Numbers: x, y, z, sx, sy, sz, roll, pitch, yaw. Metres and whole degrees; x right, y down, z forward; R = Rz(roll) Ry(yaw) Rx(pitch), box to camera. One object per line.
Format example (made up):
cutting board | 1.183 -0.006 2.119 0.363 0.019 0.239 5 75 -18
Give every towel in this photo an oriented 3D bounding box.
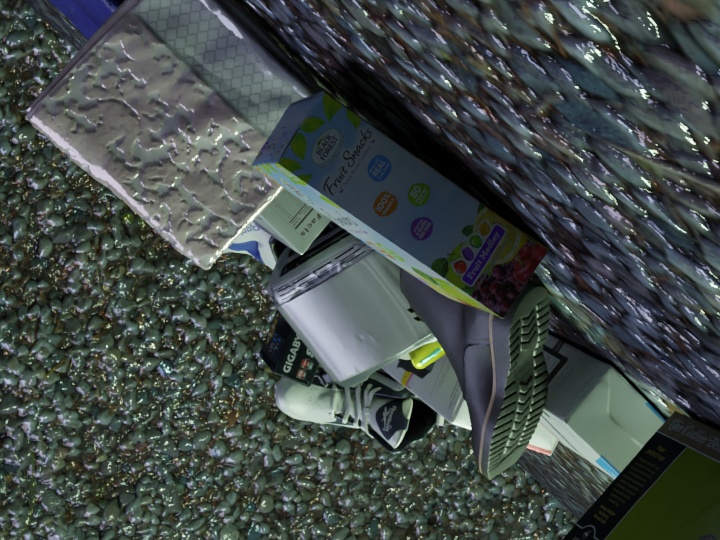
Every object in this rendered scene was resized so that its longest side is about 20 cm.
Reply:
towel | -0.287 -0.300 1.457 0.148 0.050 0.200 45 167 -12
towel | -0.139 -0.125 1.126 0.200 0.191 0.032 42 -162 -16

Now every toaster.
toaster | 0.003 0.017 1.304 0.129 0.199 0.114 50 -150 -18

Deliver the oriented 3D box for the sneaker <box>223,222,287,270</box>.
sneaker | -0.101 -0.035 1.405 0.115 0.081 0.199 38 166 -1

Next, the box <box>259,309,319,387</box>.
box | -0.056 0.038 1.536 0.046 0.160 0.200 22 179 -9

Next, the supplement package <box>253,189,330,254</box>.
supplement package | -0.101 -0.126 1.233 0.200 0.114 0.109 45 174 -26

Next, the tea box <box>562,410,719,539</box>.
tea box | 0.258 0.236 1.043 0.134 0.197 0.200 43 176 -14

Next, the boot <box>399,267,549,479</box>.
boot | 0.091 0.070 1.212 0.138 0.077 0.202 28 128 34

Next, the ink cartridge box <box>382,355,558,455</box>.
ink cartridge box | 0.126 0.117 1.550 0.147 0.086 0.200 20 -174 -28

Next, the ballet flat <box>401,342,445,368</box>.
ballet flat | 0.034 0.053 1.514 0.067 0.067 0.200 43 176 -33

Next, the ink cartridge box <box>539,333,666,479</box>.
ink cartridge box | 0.202 0.124 1.300 0.116 0.068 0.200 44 176 -19

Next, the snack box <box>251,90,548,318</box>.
snack box | 0.023 -0.050 1.043 0.199 0.068 0.169 35 177 -10

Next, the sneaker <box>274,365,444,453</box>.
sneaker | 0.007 0.157 1.597 0.197 0.080 0.130 12 -174 -18
